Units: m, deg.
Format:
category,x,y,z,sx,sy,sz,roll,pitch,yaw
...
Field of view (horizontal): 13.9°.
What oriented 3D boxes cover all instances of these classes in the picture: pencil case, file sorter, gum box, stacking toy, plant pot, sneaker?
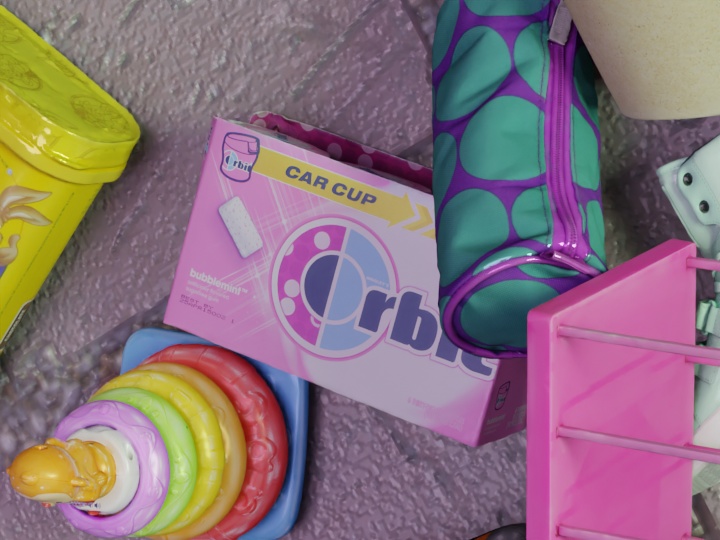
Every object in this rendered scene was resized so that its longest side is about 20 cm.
category,x,y,z,sx,sy,sz,roll,pitch,yaw
pencil case,0.078,-0.055,1.408,0.092,0.085,0.200,-49,31,45
file sorter,0.161,0.106,1.320,0.125,0.139,0.200,9,109,31
gum box,0.000,0.000,1.515,0.200,0.066,0.114,21,104,23
stacking toy,-0.117,0.096,1.506,0.116,0.200,0.110,9,98,24
plant pot,0.155,-0.177,1.375,0.187,0.187,0.200,-4,101,26
sneaker,0.177,0.010,1.430,0.118,0.074,0.201,43,111,22

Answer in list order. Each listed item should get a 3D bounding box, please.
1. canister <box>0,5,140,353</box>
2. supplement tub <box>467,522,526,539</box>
category,x,y,z,sx,sy,sz,roll,pitch,yaw
canister,-0.230,-0.034,1.616,0.148,0.087,0.200,40,111,18
supplement tub,0.050,0.202,1.477,0.200,0.122,0.123,-24,84,25
